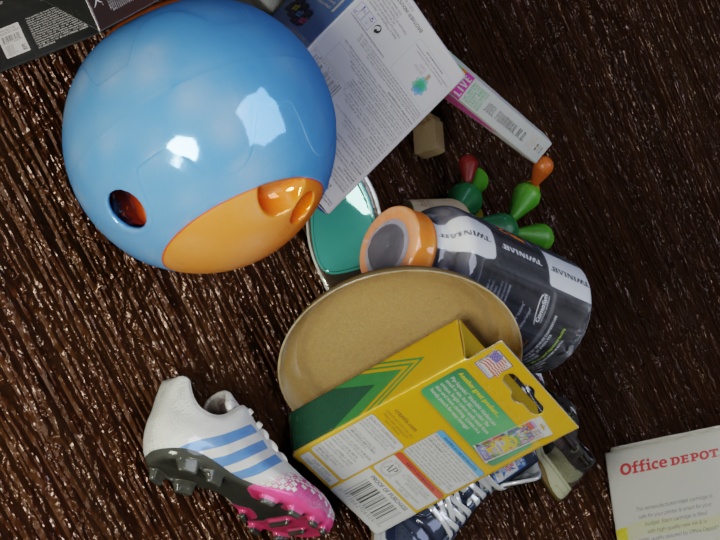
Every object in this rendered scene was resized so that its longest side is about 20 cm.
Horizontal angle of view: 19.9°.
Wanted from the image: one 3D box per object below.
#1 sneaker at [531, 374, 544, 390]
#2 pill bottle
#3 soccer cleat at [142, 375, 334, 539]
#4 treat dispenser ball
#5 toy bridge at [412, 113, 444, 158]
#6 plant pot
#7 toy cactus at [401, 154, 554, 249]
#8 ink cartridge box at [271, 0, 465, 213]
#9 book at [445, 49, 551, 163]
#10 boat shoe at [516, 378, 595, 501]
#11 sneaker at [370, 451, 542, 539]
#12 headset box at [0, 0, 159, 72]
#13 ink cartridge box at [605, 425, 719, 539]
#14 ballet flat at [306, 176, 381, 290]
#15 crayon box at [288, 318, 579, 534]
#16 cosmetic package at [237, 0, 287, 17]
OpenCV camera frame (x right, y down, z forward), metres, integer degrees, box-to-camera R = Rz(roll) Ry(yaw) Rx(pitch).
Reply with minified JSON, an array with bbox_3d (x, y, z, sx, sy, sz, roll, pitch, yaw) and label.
[{"bbox_3d":[0.097,0.046,1.875,0.200,0.080,0.087,46,32,-49],"label":"sneaker"},{"bbox_3d":[0.093,0.010,1.715,0.199,0.106,0.107,23,58,-38],"label":"pill bottle"},{"bbox_3d":[-0.085,0.142,1.559,0.200,0.070,0.087,34,51,-44],"label":"soccer cleat"},{"bbox_3d":[-0.116,-0.098,1.489,0.200,0.200,0.202,27,56,-48],"label":"treat dispenser ball"},{"bbox_3d":[0.013,-0.160,1.859,0.200,0.027,0.068,22,59,-51],"label":"toy bridge"},{"bbox_3d":[0.031,0.066,1.659,0.200,0.199,0.028,46,23,-36],"label":"plant pot"},{"bbox_3d":[0.116,-0.043,1.888,0.164,0.102,0.201,8,43,-29],"label":"toy cactus"},{"bbox_3d":[-0.031,-0.144,1.664,0.200,0.076,0.137,-46,128,-8],"label":"ink cartridge box"},{"bbox_3d":[0.079,-0.175,1.865,0.134,0.048,0.200,42,5,38],"label":"book"},{"bbox_3d":[0.167,0.140,1.890,0.073,0.065,0.200,46,-8,35],"label":"boat shoe"},{"bbox_3d":[0.086,0.191,1.754,0.070,0.108,0.200,58,37,-23],"label":"sneaker"},{"bbox_3d":[-0.198,-0.210,1.462,0.200,0.148,0.075,-40,110,-53],"label":"headset box"},{"bbox_3d":[0.339,0.268,2.060,0.083,0.145,0.201,12,67,-54],"label":"ink cartridge box"},{"bbox_3d":[0.000,0.000,1.757,0.069,0.069,0.201,-25,103,-56],"label":"ballet flat"},{"bbox_3d":[0.059,0.122,1.658,0.126,0.199,0.052,47,23,-35],"label":"crayon box"},{"bbox_3d":[-0.099,-0.251,1.692,0.200,0.073,0.104,42,46,-41],"label":"cosmetic package"}]
